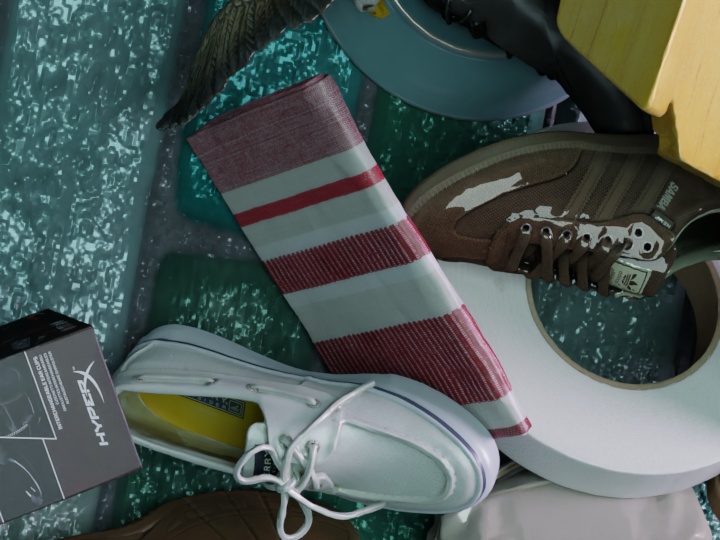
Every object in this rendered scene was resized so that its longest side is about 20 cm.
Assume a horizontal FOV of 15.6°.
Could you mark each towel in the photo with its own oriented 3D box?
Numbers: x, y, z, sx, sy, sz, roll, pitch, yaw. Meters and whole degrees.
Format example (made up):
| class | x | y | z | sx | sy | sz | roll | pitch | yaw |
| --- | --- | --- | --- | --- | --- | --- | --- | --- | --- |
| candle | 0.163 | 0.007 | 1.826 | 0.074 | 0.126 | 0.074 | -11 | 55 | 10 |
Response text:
| class | x | y | z | sx | sy | sz | roll | pitch | yaw |
| --- | --- | --- | --- | --- | --- | --- | --- | --- | --- |
| towel | 0.000 | 0.000 | 1.305 | 0.023 | 0.144 | 0.200 | -36 | 101 | -27 |

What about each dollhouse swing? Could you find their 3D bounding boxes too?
| class | x | y | z | sx | sy | sz | roll | pitch | yaw |
| --- | --- | --- | --- | --- | --- | --- | --- | --- | --- |
| dollhouse swing | 0.147 | -0.142 | 1.291 | 0.200 | 0.176 | 0.182 | 21 | 87 | -51 |

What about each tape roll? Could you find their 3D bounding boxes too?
| class | x | y | z | sx | sy | sz | roll | pitch | yaw |
| --- | --- | --- | --- | --- | --- | --- | --- | --- | --- |
| tape roll | 0.131 | 0.018 | 1.350 | 0.202 | 0.037 | 0.203 | 5 | 64 | -11 |

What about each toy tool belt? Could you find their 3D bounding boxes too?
| class | x | y | z | sx | sy | sz | roll | pitch | yaw |
| --- | --- | --- | --- | --- | --- | --- | --- | --- | --- |
| toy tool belt | 0.127 | 0.152 | 1.372 | 0.199 | 0.123 | 0.125 | -14 | 62 | -20 |

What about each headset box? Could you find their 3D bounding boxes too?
| class | x | y | z | sx | sy | sz | roll | pitch | yaw |
| --- | --- | --- | --- | --- | --- | --- | --- | --- | --- |
| headset box | -0.219 | 0.089 | 1.247 | 0.199 | 0.149 | 0.077 | -20 | 97 | -12 |

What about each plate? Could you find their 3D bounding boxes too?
| class | x | y | z | sx | sy | sz | roll | pitch | yaw |
| --- | --- | --- | --- | --- | --- | --- | --- | --- | --- |
| plate | 0.067 | -0.179 | 1.376 | 0.199 | 0.026 | 0.201 | 0 | 92 | -14 |

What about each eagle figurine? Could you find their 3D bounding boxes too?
| class | x | y | z | sx | sy | sz | roll | pitch | yaw |
| --- | --- | --- | --- | --- | --- | --- | --- | --- | --- |
| eagle figurine | -0.025 | -0.160 | 1.262 | 0.199 | 0.152 | 0.151 | -10 | 117 | 9 |

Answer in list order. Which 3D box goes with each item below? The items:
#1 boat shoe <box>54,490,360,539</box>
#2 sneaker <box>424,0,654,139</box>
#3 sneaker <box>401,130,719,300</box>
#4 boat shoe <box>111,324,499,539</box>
| class | x | y | z | sx | sy | sz | roll | pitch | yaw |
| --- | --- | --- | --- | --- | --- | --- | --- | --- | --- |
| boat shoe | -0.096 | 0.168 | 1.332 | 0.199 | 0.072 | 0.072 | -13 | 126 | -24 |
| sneaker | 0.083 | -0.139 | 1.340 | 0.091 | 0.076 | 0.200 | -29 | 92 | -2 |
| sneaker | 0.119 | -0.023 | 1.301 | 0.199 | 0.071 | 0.076 | -9 | 56 | -19 |
| boat shoe | -0.037 | 0.086 | 1.281 | 0.201 | 0.086 | 0.075 | 18 | 123 | 15 |
